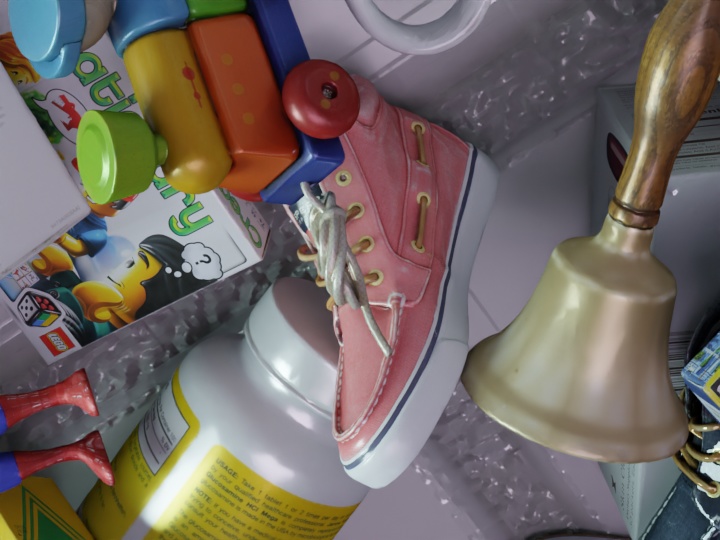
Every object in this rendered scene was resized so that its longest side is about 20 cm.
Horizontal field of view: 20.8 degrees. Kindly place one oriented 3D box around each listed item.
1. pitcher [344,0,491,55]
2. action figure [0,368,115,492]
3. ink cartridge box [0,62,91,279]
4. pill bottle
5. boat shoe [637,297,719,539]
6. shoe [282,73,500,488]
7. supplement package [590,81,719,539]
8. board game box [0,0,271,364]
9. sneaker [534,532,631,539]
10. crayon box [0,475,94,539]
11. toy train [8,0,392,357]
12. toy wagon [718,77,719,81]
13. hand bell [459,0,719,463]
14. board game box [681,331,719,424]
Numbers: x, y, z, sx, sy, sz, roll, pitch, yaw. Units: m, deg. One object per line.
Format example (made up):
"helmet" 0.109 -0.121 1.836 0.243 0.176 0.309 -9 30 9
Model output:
"pitcher" 0.006 -0.193 0.823 0.199 0.121 0.172 25 107 -30
"action figure" -0.205 0.112 0.862 0.199 0.099 0.066 -16 123 -11
"ink cartridge box" -0.210 -0.077 0.814 0.109 0.050 0.201 -37 115 -18
"pill bottle" -0.063 0.106 0.968 0.112 0.113 0.200 30 110 -21
"boat shoe" 0.166 0.077 0.888 0.091 0.071 0.200 37 99 -23
"shoe" 0.000 0.000 0.885 0.091 0.201 0.071 33 136 -18
"supplement package" 0.197 0.017 0.959 0.155 0.111 0.201 -4 117 -6
"board game box" -0.146 -0.062 0.896 0.126 0.035 0.200 -26 115 19
"sneaker" 0.183 0.191 1.048 0.199 0.109 0.070 -2 118 -7
"crayon box" -0.175 0.225 0.926 0.058 0.173 0.200 13 116 -48
"toy train" -0.064 -0.048 0.809 0.115 0.201 0.085 -12 166 -33
"toy wagon" 0.213 -0.117 0.871 0.154 0.040 0.201 -4 78 -5
"hand bell" 0.115 -0.032 0.817 0.104 0.104 0.201 9 114 -12
"board game box" 0.257 0.032 0.826 0.200 0.062 0.200 -46 113 -2
